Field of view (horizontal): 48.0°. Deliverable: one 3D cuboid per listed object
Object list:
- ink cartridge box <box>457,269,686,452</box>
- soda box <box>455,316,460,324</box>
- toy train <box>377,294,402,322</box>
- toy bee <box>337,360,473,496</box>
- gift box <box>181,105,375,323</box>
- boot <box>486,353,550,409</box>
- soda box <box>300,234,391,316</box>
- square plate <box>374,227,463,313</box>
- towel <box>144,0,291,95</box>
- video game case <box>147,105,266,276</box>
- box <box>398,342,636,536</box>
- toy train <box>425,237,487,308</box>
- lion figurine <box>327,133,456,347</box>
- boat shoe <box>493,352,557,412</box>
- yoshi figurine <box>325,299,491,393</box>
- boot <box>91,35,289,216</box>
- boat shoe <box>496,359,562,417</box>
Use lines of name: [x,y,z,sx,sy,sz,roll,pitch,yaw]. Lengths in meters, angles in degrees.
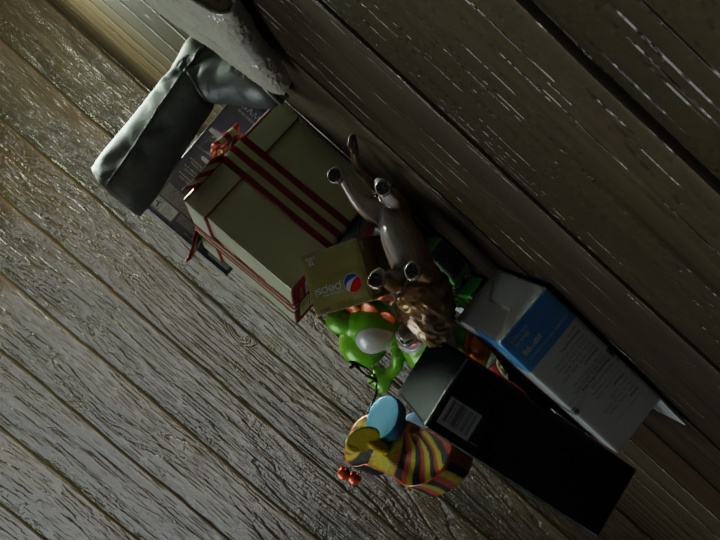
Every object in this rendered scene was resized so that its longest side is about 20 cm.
ink cartridge box: [0.196,0.094,0.761,0.200,0.067,0.116,42,178,-14]
soda box: [0.051,0.033,1.183,0.199,0.068,0.063,41,178,-7]
toy train: [0.000,0.000,1.072,0.200,0.056,0.150,41,-148,-1]
toy bee: [0.030,0.189,0.845,0.130,0.110,0.200,31,180,-15]
gift box: [-0.105,-0.062,0.953,0.186,0.200,0.185,40,161,10]
boot: [0.221,0.223,1.095,0.144,0.072,0.202,39,152,44]
soda box: [0.009,-0.001,0.883,0.200,0.067,0.065,-13,-94,-70]
square plate: [0.073,-0.017,1.096,0.198,0.029,0.200,38,176,41]
towel: [-0.148,-0.237,0.708,0.199,0.035,0.133,39,178,23]
video game case: [-0.168,-0.116,1.065,0.143,0.201,0.019,41,170,-15]
box: [0.147,0.157,0.799,0.199,0.079,0.141,33,177,-9]
toy train: [0.137,0.033,0.930,0.200,0.042,0.056,42,166,-18]
lion figurine: [0.038,-0.025,0.779,0.122,0.072,0.203,21,-127,-64]
boat shoe: [0.200,0.109,0.861,0.200,0.076,0.060,43,171,-15]
yoshi figurine: [0.053,0.093,0.969,0.198,0.113,0.112,20,-162,12]
boot: [-0.182,-0.144,0.834,0.181,0.201,0.073,38,177,44]
boat shoe: [0.205,0.115,1.011,0.072,0.061,0.201,42,177,-30]
